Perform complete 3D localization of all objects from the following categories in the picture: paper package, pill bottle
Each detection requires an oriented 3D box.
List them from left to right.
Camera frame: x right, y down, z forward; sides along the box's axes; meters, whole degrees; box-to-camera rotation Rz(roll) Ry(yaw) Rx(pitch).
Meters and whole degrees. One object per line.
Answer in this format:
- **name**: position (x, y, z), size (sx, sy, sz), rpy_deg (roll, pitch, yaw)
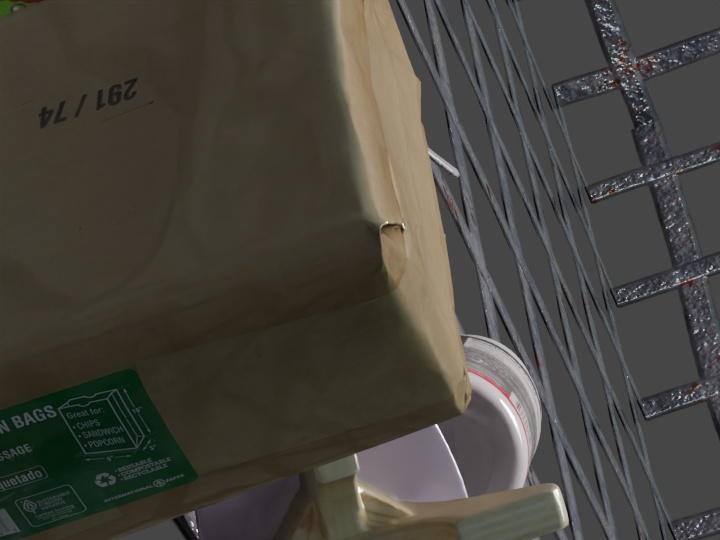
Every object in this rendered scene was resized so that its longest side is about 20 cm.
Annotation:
- **paper package**: position (-0.075, -0.011, 0.823), size (0.191, 0.200, 0.104), rpy_deg (-98, 166, -48)
- **pill bottle**: position (0.060, 0.104, 1.586), size (0.200, 0.114, 0.114), rpy_deg (-42, 113, -80)

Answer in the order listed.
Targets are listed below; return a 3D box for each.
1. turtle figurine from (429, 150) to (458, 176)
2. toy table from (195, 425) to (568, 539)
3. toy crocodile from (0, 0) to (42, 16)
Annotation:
- **turtle figurine**: position (0.003, -0.184, 1.612), size (0.200, 0.144, 0.194), rpy_deg (45, 16, 20)
- **toy table**: position (-0.007, 0.125, 1.083), size (0.200, 0.184, 0.117), rpy_deg (62, -6, -3)
- **toy crocodile**: position (-0.157, -0.169, 1.066), size (0.068, 0.062, 0.200), rpy_deg (-95, 162, -54)
